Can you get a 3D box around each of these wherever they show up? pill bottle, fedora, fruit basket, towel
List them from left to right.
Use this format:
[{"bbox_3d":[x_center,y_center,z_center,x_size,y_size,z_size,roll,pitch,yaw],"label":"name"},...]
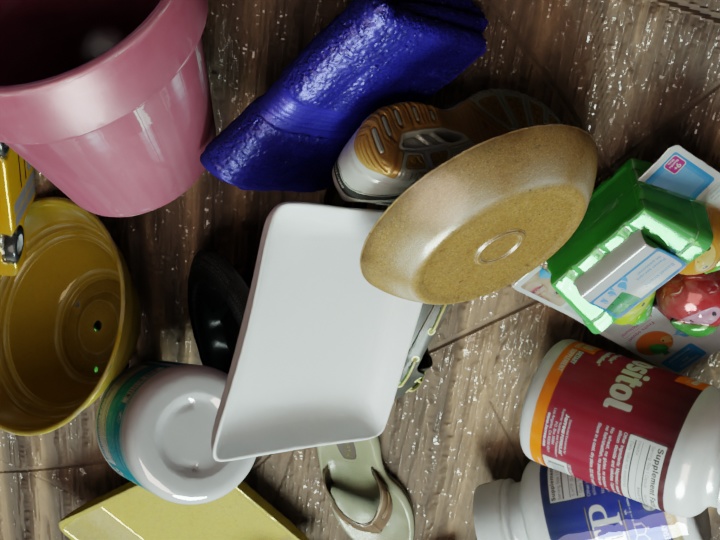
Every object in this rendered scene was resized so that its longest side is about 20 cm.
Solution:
[{"bbox_3d":[-0.162,0.132,1.162,0.111,0.111,0.200,30,169,-17],"label":"pill bottle"},{"bbox_3d":[-0.075,0.059,1.169,0.091,0.201,0.201,-19,133,-20],"label":"fedora"},{"bbox_3d":[-0.007,-0.126,1.005,0.200,0.147,0.050,-41,71,32],"label":"towel"},{"bbox_3d":[0.213,0.223,1.272,0.199,0.120,0.120,-16,126,20],"label":"pill bottle"},{"bbox_3d":[0.244,0.138,1.156,0.199,0.113,0.113,18,135,27],"label":"pill bottle"},{"bbox_3d":[0.255,0.006,1.105,0.200,0.094,0.185,32,126,-23],"label":"fruit basket"}]

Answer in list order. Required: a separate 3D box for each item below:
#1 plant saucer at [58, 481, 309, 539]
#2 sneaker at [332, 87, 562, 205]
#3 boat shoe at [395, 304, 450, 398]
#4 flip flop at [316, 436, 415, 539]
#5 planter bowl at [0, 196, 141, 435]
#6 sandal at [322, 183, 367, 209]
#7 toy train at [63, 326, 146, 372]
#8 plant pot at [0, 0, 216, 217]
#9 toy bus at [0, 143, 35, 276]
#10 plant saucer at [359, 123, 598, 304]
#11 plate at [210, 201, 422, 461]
[{"bbox_3d":[-0.169,0.261,1.396,0.200,0.049,0.200,-27,125,26],"label":"plant saucer"},{"bbox_3d":[0.068,-0.088,1.044,0.199,0.076,0.088,-1,160,-30],"label":"sneaker"},{"bbox_3d":[0.035,0.072,1.200,0.060,0.072,0.202,16,127,-1],"label":"boat shoe"},{"bbox_3d":[0.000,0.214,1.331,0.081,0.058,0.201,-6,128,12],"label":"flip flop"},{"bbox_3d":[-0.250,0.043,1.178,0.200,0.201,0.083,-26,157,26],"label":"planter bowl"},{"bbox_3d":[0.000,0.000,1.145,0.054,0.082,0.201,-9,127,-11],"label":"sandal"},{"bbox_3d":[-0.200,0.116,1.290,0.200,0.042,0.056,34,136,-20],"label":"toy train"},{"bbox_3d":[-0.191,-0.142,0.989,0.199,0.201,0.179,-6,144,12],"label":"plant pot"},{"bbox_3d":[-0.304,-0.093,1.103,0.065,0.078,0.201,6,130,2],"label":"toy bus"},{"bbox_3d":[0.096,-0.030,1.020,0.199,0.036,0.200,-22,154,-11],"label":"plant saucer"},{"bbox_3d":[-0.028,0.041,1.052,0.032,0.199,0.201,25,107,37],"label":"plate"}]
